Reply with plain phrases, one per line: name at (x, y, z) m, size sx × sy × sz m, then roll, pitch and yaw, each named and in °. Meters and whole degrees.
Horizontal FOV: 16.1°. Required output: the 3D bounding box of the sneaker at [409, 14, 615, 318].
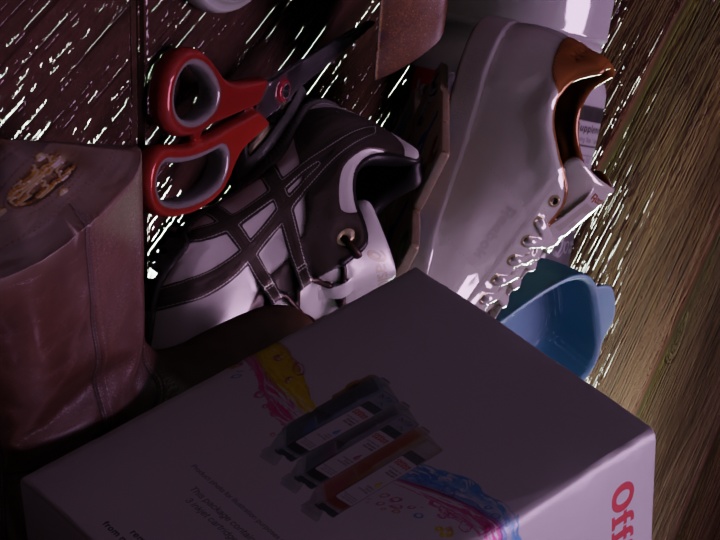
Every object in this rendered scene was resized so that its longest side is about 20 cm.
sneaker at (0.073, -0.020, 1.237) m, size 0.073 × 0.085 × 0.200 m, roll 4°, pitch 101°, yaw -71°

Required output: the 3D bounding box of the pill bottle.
pill bottle at (0.074, -0.067, 1.434) m, size 0.114 × 0.114 × 0.200 m, roll -8°, pitch 111°, yaw -74°

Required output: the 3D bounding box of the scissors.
scissors at (-0.045, -0.071, 1.135) m, size 0.200 × 0.014 × 0.073 m, roll -21°, pitch 118°, yaw -61°

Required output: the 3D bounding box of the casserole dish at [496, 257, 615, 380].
casserole dish at (0.049, 0.063, 1.346) m, size 0.200 × 0.039 × 0.121 m, roll -36°, pitch 150°, yaw -14°

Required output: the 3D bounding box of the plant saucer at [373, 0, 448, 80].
plant saucer at (0.030, -0.189, 1.204) m, size 0.200 × 0.034 × 0.200 m, roll -174°, pitch -90°, yaw -90°

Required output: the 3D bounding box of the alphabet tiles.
alphabet tiles at (0.000, 0.000, 1.258) m, size 0.166 × 0.006 × 0.200 m, roll -87°, pitch -159°, yaw -60°

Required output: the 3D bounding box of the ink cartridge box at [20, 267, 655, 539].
ink cartridge box at (-0.004, 0.122, 0.982) m, size 0.200 × 0.145 × 0.145 m, roll -27°, pitch 134°, yaw -29°

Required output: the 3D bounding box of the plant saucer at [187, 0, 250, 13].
plant saucer at (-0.025, -0.203, 1.073) m, size 0.200 × 0.050 × 0.200 m, roll 14°, pitch 90°, yaw -75°

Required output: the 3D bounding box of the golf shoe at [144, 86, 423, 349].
golf shoe at (-0.037, 0.001, 1.135) m, size 0.078 × 0.094 × 0.200 m, roll 82°, pitch 28°, yaw -56°

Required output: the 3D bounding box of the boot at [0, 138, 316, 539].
boot at (-0.083, 0.010, 0.980) m, size 0.186 × 0.064 × 0.200 m, roll -43°, pitch 145°, yaw -34°

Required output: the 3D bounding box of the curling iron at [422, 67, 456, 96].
curling iron at (0.029, -0.013, 1.276) m, size 0.050 × 0.026 × 0.200 m, roll 42°, pitch 54°, yaw -44°
